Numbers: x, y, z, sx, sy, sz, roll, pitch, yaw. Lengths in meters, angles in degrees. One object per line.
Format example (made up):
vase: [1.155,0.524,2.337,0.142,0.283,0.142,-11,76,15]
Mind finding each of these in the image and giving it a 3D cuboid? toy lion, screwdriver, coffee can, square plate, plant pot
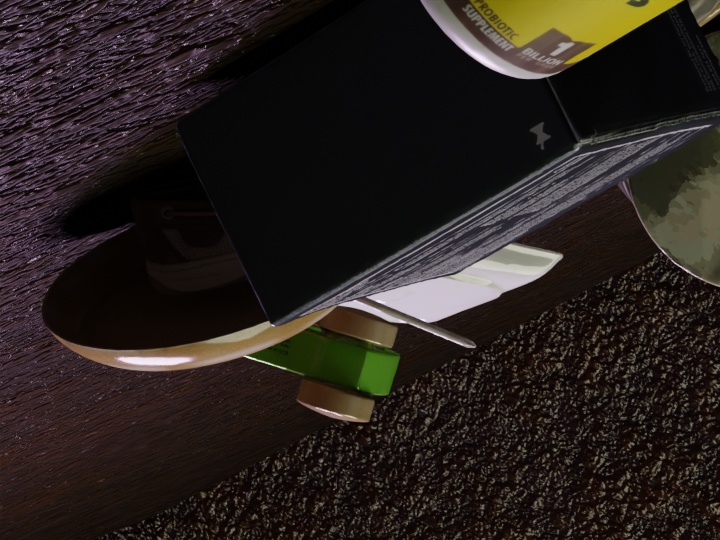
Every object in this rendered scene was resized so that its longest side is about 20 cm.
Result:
toy lion: [-0.070,0.037,1.870,0.199,0.069,0.192,17,180,8]
screwdriver: [-0.021,0.010,1.814,0.029,0.199,0.028,-72,-173,-67]
coffee can: [0.215,-0.075,1.685,0.146,0.147,0.200,-25,-172,4]
square plate: [0.000,0.000,1.911,0.199,0.029,0.198,10,167,-21]
plant pot: [-0.083,0.008,1.703,0.199,0.028,0.200,-12,-156,5]

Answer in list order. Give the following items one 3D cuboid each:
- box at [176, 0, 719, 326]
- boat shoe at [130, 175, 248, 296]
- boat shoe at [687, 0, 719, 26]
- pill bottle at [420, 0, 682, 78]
box: [0.051,-0.079,1.496,0.200,0.124,0.198,-30,173,29]
boat shoe: [-0.032,-0.048,1.668,0.199,0.072,0.072,-16,-158,4]
boat shoe: [0.126,-0.134,1.609,0.200,0.065,0.072,-32,-173,37]
pill bottle: [0.113,-0.160,1.118,0.200,0.110,0.109,-30,172,36]
